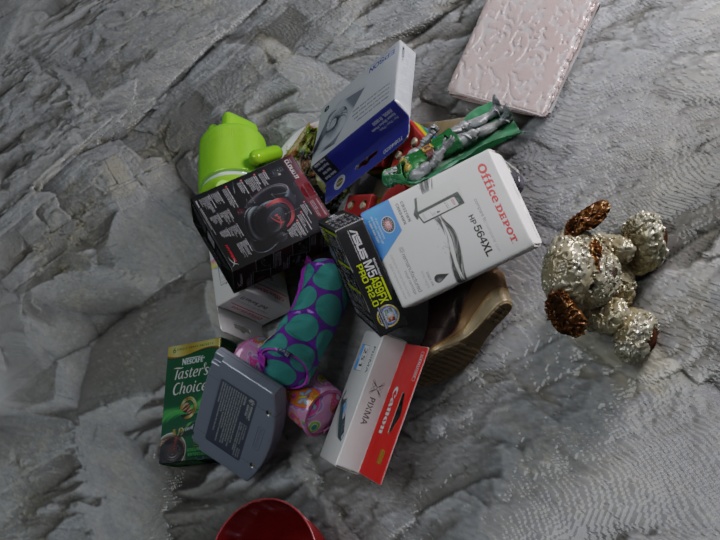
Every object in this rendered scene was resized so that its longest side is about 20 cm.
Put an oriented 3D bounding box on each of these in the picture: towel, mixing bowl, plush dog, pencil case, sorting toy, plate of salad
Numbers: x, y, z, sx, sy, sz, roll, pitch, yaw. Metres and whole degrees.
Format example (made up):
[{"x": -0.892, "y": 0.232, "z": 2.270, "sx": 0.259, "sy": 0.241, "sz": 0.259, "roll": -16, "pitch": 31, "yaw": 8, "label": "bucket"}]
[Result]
[{"x": 0.241, "y": -0.334, "z": 1.722, "sx": 0.191, "sy": 0.032, "sz": 0.201, "roll": 24, "pitch": 88, "yaw": 39, "label": "towel"}, {"x": -0.110, "y": 0.430, "z": 1.635, "sx": 0.199, "sy": 0.108, "sz": 0.201, "roll": -13, "pitch": 66, "yaw": 32, "label": "mixing bowl"}, {"x": 0.288, "y": 0.007, "z": 1.460, "sx": 0.160, "sy": 0.172, "sz": 0.201, "roll": 1, "pitch": 74, "yaw": 37, "label": "plush dog"}, {"x": -0.112, "y": 0.174, "z": 1.757, "sx": 0.200, "sy": 0.087, "sz": 0.088, "roll": 30, "pitch": 91, "yaw": 41, "label": "pencil case"}, {"x": 0.061, "y": -0.134, "z": 1.711, "sx": 0.198, "sy": 0.069, "sz": 0.201, "roll": 3, "pitch": 73, "yaw": 59, "label": "sorting toy"}, {"x": -0.083, "y": -0.157, "z": 1.884, "sx": 0.199, "sy": 0.048, "sz": 0.201, "roll": -14, "pitch": 64, "yaw": 31, "label": "plate of salad"}, {"x": -0.081, "y": 0.075, "z": 1.722, "sx": 0.200, "sy": 0.092, "sz": 0.085, "roll": -63, "pitch": 2, "yaw": -38, "label": "pencil case"}]

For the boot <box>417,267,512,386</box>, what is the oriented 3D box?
[{"x": 0.120, "y": 0.054, "z": 1.650, "sx": 0.200, "sy": 0.072, "sz": 0.167, "roll": -44, "pitch": 43, "yaw": 14, "label": "boot"}]

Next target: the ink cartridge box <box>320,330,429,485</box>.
[{"x": 0.017, "y": 0.187, "z": 1.622, "sx": 0.201, "sy": 0.045, "sz": 0.176, "roll": -70, "pitch": 16, "yaw": -6, "label": "ink cartridge box"}]

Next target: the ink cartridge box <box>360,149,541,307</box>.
[{"x": 0.124, "y": -0.057, "z": 1.561, "sx": 0.199, "sy": 0.084, "sz": 0.147, "roll": -27, "pitch": 84, "yaw": 15, "label": "ink cartridge box"}]

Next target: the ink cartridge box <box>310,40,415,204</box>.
[{"x": 0.002, "y": -0.227, "z": 1.760, "sx": 0.199, "sy": 0.041, "sz": 0.201, "roll": -36, "pitch": 34, "yaw": 36, "label": "ink cartridge box"}]

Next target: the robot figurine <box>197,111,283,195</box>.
[{"x": -0.214, "y": -0.165, "z": 1.932, "sx": 0.175, "sy": 0.115, "sz": 0.201, "roll": -32, "pitch": 49, "yaw": 35, "label": "robot figurine"}]

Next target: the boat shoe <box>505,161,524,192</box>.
[{"x": 0.165, "y": -0.144, "z": 1.684, "sx": 0.200, "sy": 0.063, "sz": 0.073, "roll": 28, "pitch": 100, "yaw": 58, "label": "boat shoe"}]

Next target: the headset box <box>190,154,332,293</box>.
[{"x": -0.141, "y": -0.077, "z": 1.779, "sx": 0.199, "sy": 0.075, "sz": 0.149, "roll": -26, "pitch": 66, "yaw": -17, "label": "headset box"}]

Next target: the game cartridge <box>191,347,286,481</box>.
[{"x": -0.180, "y": 0.221, "z": 1.729, "sx": 0.133, "sy": 0.042, "sz": 0.201, "roll": 29, "pitch": 129, "yaw": 11, "label": "game cartridge"}]

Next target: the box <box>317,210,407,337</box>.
[{"x": 0.000, "y": 0.000, "z": 1.636, "sx": 0.044, "sy": 0.200, "sz": 0.161, "roll": -23, "pitch": 99, "yaw": -6, "label": "box"}]

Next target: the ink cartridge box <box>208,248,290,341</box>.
[{"x": -0.177, "y": 0.011, "z": 1.842, "sx": 0.067, "sy": 0.117, "sz": 0.201, "roll": -27, "pitch": 58, "yaw": 27, "label": "ink cartridge box"}]

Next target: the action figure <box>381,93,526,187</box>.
[{"x": 0.117, "y": -0.171, "z": 1.592, "sx": 0.199, "sy": 0.055, "sz": 0.118, "roll": -32, "pitch": 30, "yaw": -2, "label": "action figure"}]

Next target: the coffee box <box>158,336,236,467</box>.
[{"x": -0.266, "y": 0.215, "z": 1.877, "sx": 0.123, "sy": 0.044, "sz": 0.201, "roll": -11, "pitch": 66, "yaw": 33, "label": "coffee box"}]
